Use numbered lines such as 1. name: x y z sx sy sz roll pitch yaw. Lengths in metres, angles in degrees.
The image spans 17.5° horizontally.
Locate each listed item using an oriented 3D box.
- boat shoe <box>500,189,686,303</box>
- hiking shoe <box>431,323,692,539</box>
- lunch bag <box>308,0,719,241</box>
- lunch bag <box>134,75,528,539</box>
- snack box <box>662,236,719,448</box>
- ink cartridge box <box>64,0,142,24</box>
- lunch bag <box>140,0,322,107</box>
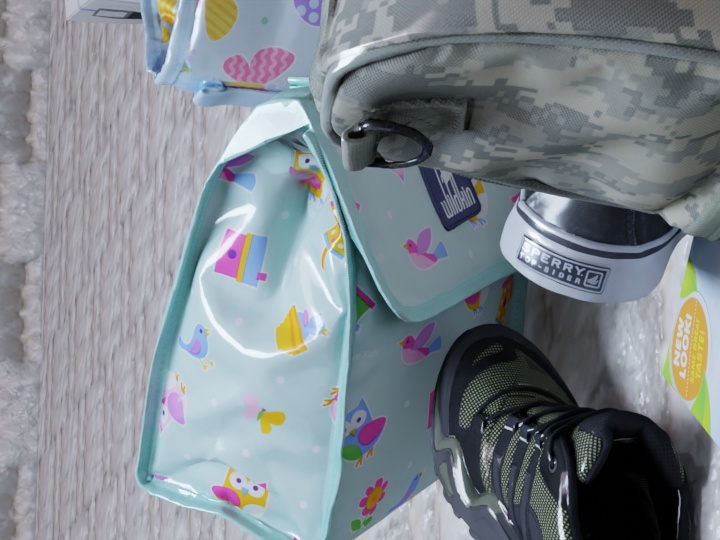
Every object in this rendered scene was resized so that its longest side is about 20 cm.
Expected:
1. boat shoe: 0.094 -0.056 0.803 0.199 0.073 0.068 -42 -29 -63
2. hiking shoe: 0.089 0.080 0.907 0.101 0.075 0.200 -64 34 35
3. lunch bag: 0.076 -0.113 0.559 0.139 0.167 0.201 112 164 -73
4. lunch bag: 0.000 0.000 1.016 0.170 0.122 0.201 -27 -47 -54
5. snack box: 0.153 -0.029 0.697 0.142 0.053 0.201 -116 34 -66
6. ink cartridge box: -0.205 -0.299 2.063 0.200 0.085 0.148 -175 89 -77
7. lunch bag: -0.023 -0.172 1.177 0.127 0.169 0.201 137 134 -67
